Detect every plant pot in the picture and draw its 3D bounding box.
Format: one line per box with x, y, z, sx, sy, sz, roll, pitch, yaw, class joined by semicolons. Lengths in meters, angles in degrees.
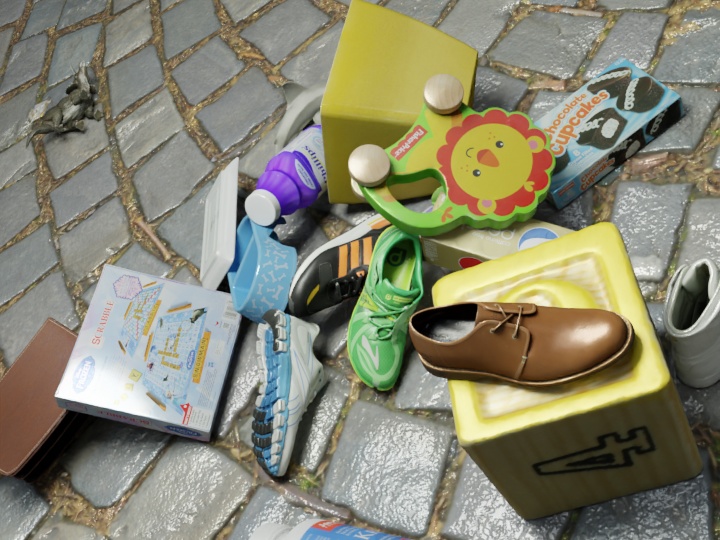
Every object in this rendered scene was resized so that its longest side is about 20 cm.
0.059;-0.211;1.252;0.175;0.200;0.201;8;59;8;plant pot

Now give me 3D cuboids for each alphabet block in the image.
0.203;0.105;0.931;0.196;0.200;0.196;-21;49;15;alphabet block

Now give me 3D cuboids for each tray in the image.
-0.207;-0.063;1.365;0.107;0.022;0.201;-51;32;43;tray

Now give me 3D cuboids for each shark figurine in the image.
-0.101;-0.236;1.434;0.128;0.090;0.215;19;66;39;shark figurine

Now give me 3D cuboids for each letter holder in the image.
-0.419;0.190;1.287;0.142;0.101;0.200;21;69;36;letter holder

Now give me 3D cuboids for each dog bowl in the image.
-0.135;-0.006;1.247;0.112;0.049;0.200;-65;22;21;dog bowl

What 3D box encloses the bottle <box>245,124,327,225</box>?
-0.089;-0.129;1.301;0.065;0.084;0.200;-23;17;38;bottle

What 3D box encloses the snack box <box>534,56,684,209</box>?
0.293;-0.177;1.200;0.200;0.037;0.116;-38;47;0;snack box

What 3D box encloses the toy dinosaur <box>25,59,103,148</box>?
-0.540;-0.290;1.741;0.102;0.077;0.200;20;73;51;toy dinosaur

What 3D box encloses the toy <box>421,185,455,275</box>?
0.144;-0.041;1.176;0.115;0.047;0.200;-36;47;4;toy

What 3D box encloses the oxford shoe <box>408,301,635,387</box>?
0.135;0.057;0.823;0.199;0.071;0.072;-6;53;23;oxford shoe

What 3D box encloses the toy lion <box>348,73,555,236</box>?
0.114;-0.115;1.082;0.200;0.069;0.192;-44;75;-11;toy lion

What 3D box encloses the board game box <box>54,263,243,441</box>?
-0.269;0.105;1.236;0.198;0.041;0.201;14;58;-2;board game box

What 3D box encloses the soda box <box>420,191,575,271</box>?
0.174;-0.023;1.093;0.199;0.064;0.068;19;68;16;soda box

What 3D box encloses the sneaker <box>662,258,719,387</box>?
0.378;0.012;0.961;0.073;0.116;0.200;22;68;41;sneaker

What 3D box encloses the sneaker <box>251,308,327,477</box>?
-0.079;0.150;1.147;0.075;0.086;0.201;-13;69;55;sneaker

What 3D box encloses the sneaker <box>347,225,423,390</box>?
0.030;0.041;1.119;0.074;0.084;0.201;10;86;-7;sneaker

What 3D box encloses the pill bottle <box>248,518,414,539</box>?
-0.021;0.316;0.960;0.199;0.112;0.113;4;59;30;pill bottle

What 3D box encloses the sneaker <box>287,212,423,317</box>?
0.000;0.000;1.184;0.090;0.070;0.200;29;52;35;sneaker
